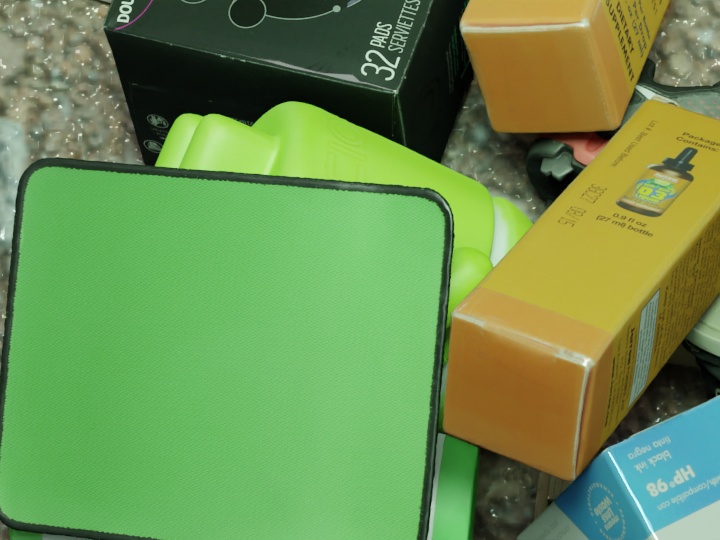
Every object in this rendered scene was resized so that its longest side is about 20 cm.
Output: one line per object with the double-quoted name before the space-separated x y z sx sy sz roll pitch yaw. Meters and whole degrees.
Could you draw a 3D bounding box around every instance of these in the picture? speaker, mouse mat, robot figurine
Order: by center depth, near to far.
"mouse mat" -0.060 0.039 1.204 0.199 0.008 0.162 5 90 18
"speaker" -0.050 0.103 1.265 0.199 0.089 0.089 6 62 4
"robot figurine" 0.000 0.000 1.276 0.199 0.175 0.116 24 84 -19

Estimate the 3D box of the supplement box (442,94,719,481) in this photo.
"supplement box" 0.108 0.003 1.212 0.066 0.069 0.200 20 41 22

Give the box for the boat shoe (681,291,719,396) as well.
"boat shoe" 0.220 0.065 1.245 0.199 0.066 0.074 26 54 31

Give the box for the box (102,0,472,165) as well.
"box" -0.015 -0.149 1.373 0.148 0.124 0.201 13 63 12

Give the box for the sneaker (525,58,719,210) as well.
"sneaker" 0.181 -0.034 1.340 0.200 0.071 0.098 30 69 18

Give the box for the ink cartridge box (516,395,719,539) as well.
"ink cartridge box" 0.155 0.167 1.185 0.066 0.116 0.201 -22 74 -25

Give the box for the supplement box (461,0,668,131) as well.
"supplement box" 0.112 -0.153 1.365 0.068 0.067 0.200 -2 43 24

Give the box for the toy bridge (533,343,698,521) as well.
"toy bridge" 0.113 0.104 1.293 0.067 0.027 0.201 7 63 6

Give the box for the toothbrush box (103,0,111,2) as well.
"toothbrush box" -0.167 -0.231 1.447 0.199 0.086 0.146 17 64 9
